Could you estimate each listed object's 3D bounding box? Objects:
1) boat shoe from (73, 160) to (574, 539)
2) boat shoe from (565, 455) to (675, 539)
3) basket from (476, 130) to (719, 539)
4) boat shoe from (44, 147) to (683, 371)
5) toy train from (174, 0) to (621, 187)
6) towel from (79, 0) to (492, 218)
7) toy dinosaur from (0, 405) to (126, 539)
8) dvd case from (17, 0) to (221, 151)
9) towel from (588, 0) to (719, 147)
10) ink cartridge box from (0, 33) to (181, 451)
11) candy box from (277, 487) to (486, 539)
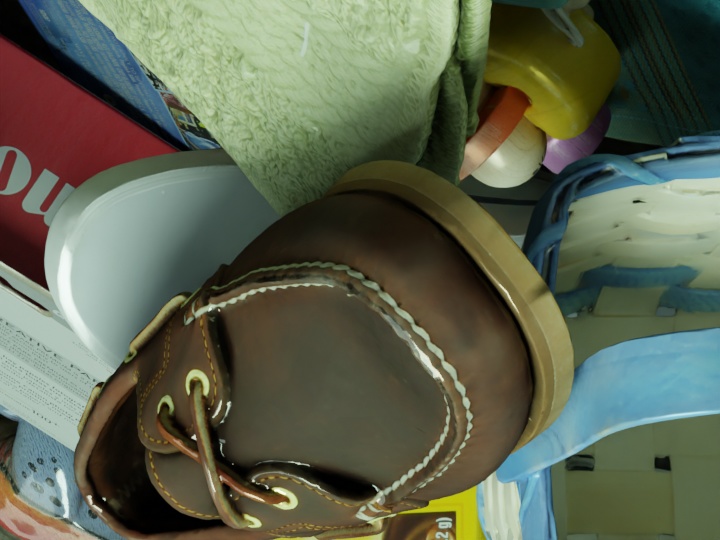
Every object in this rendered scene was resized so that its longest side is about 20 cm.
[{"bbox_3d":[-0.015,0.031,0.615,0.071,0.070,0.200,54,161,0],"label":"boat shoe"},{"bbox_3d":[0.112,0.090,0.876,0.075,0.062,0.200,49,157,-16],"label":"boat shoe"},{"bbox_3d":[0.116,0.035,0.639,0.175,0.140,0.200,0,165,-13],"label":"basket"},{"bbox_3d":[0.000,0.000,0.763,0.199,0.074,0.065,9,-164,-31],"label":"boat shoe"},{"bbox_3d":[-0.007,-0.072,0.688,0.150,0.056,0.200,29,160,7],"label":"toy train"},{"bbox_3d":[-0.038,-0.094,0.625,0.200,0.036,0.149,49,153,26],"label":"towel"},{"bbox_3d":[-0.102,0.102,1.115,0.105,0.199,0.182,76,171,-77],"label":"toy dinosaur"},{"bbox_3d":[-0.042,-0.080,0.852,0.199,0.018,0.143,17,148,42],"label":"dvd case"},{"bbox_3d":[0.048,-0.104,0.678,0.146,0.022,0.200,16,146,42],"label":"towel"},{"bbox_3d":[-0.104,-0.010,0.946,0.199,0.084,0.176,33,162,0],"label":"ink cartridge box"},{"bbox_3d":[-0.005,0.171,0.897,0.102,0.201,0.026,-7,162,32],"label":"candy box"}]
